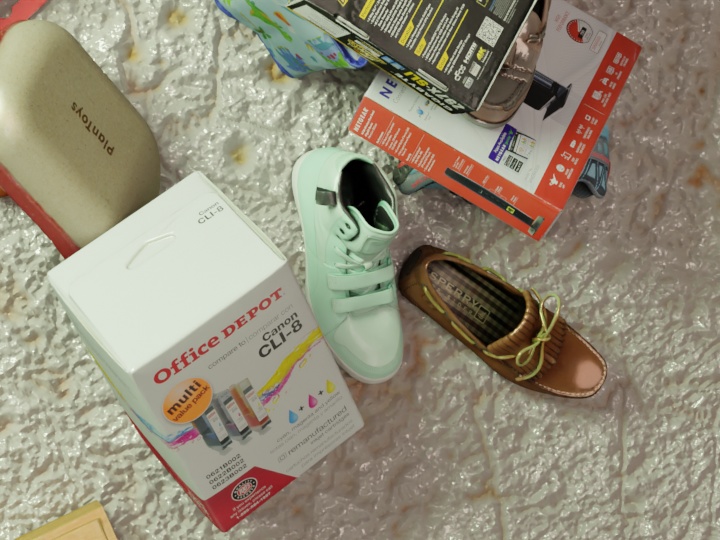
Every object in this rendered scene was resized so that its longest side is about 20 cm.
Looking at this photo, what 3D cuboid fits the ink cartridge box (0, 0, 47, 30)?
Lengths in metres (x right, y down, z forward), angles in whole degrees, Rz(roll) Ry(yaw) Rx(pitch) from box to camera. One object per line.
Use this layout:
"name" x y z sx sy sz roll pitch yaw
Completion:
"ink cartridge box" -0.326 -0.264 1.385 0.116 0.067 0.200 -45 103 -11

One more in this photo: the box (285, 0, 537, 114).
"box" 0.061 -0.241 1.340 0.159 0.049 0.201 30 83 -17

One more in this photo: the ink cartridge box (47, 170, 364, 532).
"ink cartridge box" -0.115 0.061 1.374 0.145 0.145 0.201 -36 135 -12

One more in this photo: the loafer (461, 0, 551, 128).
"loafer" 0.118 -0.205 1.434 0.071 0.063 0.201 21 56 -6

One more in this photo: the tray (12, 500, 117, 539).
"tray" -0.276 0.271 1.428 0.199 0.037 0.099 -25 98 -14

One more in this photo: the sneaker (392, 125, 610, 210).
"sneaker" 0.125 -0.077 1.522 0.198 0.079 0.096 -12 97 -16

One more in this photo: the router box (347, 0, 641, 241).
"router box" 0.111 -0.147 1.466 0.179 0.049 0.201 30 55 -1

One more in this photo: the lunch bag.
"lunch bag" 0.002 -0.254 1.432 0.127 0.170 0.200 43 78 -18

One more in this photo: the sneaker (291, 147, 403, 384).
"sneaker" 0.000 0.000 1.464 0.073 0.118 0.202 -18 98 -17

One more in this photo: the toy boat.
"toy boat" -0.247 -0.088 1.391 0.200 0.130 0.131 52 42 -35

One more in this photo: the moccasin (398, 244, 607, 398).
"moccasin" 0.126 0.044 1.524 0.201 0.078 0.074 39 80 -14
